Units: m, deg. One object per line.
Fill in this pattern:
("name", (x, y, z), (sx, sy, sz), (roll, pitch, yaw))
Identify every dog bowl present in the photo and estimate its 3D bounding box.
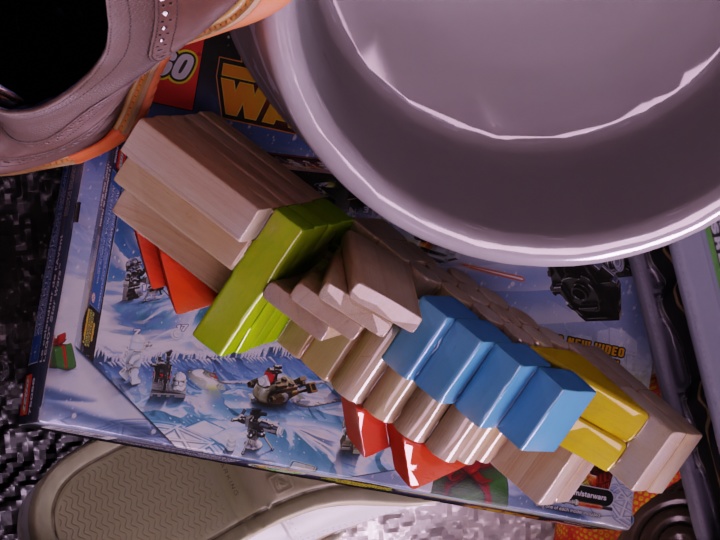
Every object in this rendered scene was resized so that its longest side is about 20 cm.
("dog bowl", (0.057, -0.091, 0.782), (0.199, 0.059, 0.201), (-2, 117, -4))

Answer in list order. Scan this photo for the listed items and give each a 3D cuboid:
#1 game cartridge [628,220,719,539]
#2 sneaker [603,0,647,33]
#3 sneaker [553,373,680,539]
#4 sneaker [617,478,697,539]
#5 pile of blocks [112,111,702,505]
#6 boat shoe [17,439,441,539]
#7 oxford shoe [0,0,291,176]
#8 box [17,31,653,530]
("game cartridge", (0.156, 0.017, 0.881), (0.133, 0.040, 0.201), (-6, 76, -27))
("sneaker", (0.009, -0.135, 0.831), (0.199, 0.077, 0.112), (4, 109, -3))
("sneaker", (0.096, 0.130, 0.985), (0.073, 0.077, 0.201), (10, 112, -15))
("sneaker", (0.144, 0.083, 0.926), (0.200, 0.070, 0.076), (-52, 156, -20))
("pile of blocks", (0.005, 0.028, 0.818), (0.200, 0.082, 0.062), (31, 105, -10))
("boat shoe", (-0.022, 0.058, 0.927), (0.199, 0.068, 0.075), (-16, 85, -19))
("oxford shoe", (-0.093, -0.069, 0.776), (0.073, 0.200, 0.071), (-25, 86, -35))
("box", (0.000, 0.000, 0.882), (0.199, 0.040, 0.137), (12, 82, -16))
